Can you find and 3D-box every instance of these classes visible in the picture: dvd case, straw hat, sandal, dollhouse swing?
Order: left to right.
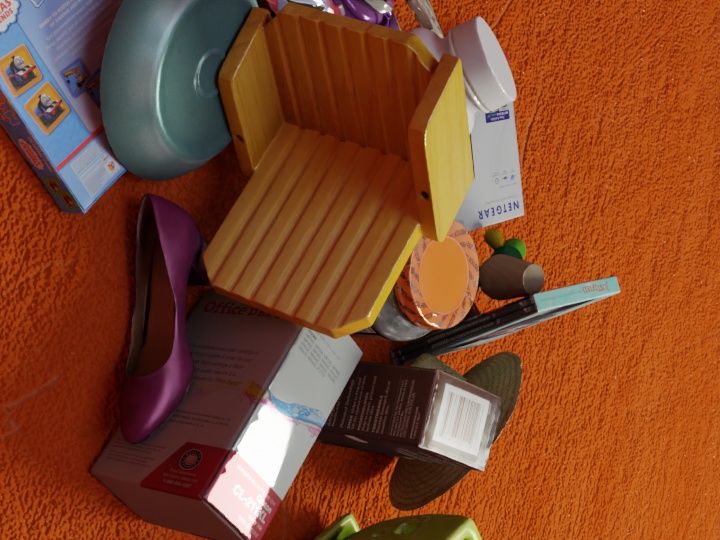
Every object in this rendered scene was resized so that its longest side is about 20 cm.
[{"bbox_3d":[-0.040,-0.081,1.090,0.176,0.199,0.182,-51,147,-32],"label":"dollhouse swing"},{"bbox_3d":[-0.007,-0.283,1.276,0.082,0.050,0.203,-35,100,-44],"label":"sandal"},{"bbox_3d":[0.065,0.131,1.332,0.085,0.201,0.201,42,59,-14],"label":"straw hat"},{"bbox_3d":[0.147,0.052,1.377,0.146,0.200,0.022,-10,80,-47],"label":"dvd case"}]

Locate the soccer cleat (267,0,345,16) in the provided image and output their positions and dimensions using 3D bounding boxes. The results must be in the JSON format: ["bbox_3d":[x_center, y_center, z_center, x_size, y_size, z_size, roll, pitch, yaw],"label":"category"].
[{"bbox_3d":[-0.065,-0.253,1.166,0.076,0.067,0.200,-30,149,-12],"label":"soccer cleat"}]

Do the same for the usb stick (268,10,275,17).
[{"bbox_3d":[-0.068,-0.217,1.259,0.200,0.033,0.056,-19,111,-45],"label":"usb stick"}]

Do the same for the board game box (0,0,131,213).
[{"bbox_3d":[-0.235,-0.171,1.077,0.151,0.037,0.200,-51,127,-33],"label":"board game box"}]

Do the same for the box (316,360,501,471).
[{"bbox_3d":[0.017,0.128,1.235,0.100,0.200,0.075,26,75,-44],"label":"box"}]

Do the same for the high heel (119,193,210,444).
[{"bbox_3d":[-0.180,0.038,1.121,0.096,0.067,0.201,45,46,-45],"label":"high heel"}]

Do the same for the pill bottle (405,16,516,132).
[{"bbox_3d":[0.035,-0.152,1.231,0.112,0.199,0.112,52,25,-37],"label":"pill bottle"}]

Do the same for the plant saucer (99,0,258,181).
[{"bbox_3d":[-0.135,-0.166,1.116,0.200,0.036,0.201,-40,140,-44],"label":"plant saucer"}]

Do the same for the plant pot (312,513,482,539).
[{"bbox_3d":[0.009,0.348,1.248,0.199,0.181,0.201,-38,117,-40],"label":"plant pot"}]

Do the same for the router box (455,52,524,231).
[{"bbox_3d":[0.087,-0.129,1.413,0.200,0.049,0.180,-17,104,-45],"label":"router box"}]

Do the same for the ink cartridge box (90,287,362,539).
[{"bbox_3d":[-0.109,0.118,1.139,0.083,0.145,0.200,52,56,-36],"label":"ink cartridge box"}]

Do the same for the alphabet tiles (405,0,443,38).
[{"bbox_3d":[0.021,-0.309,1.281,0.200,0.015,0.196,54,14,-34],"label":"alphabet tiles"}]

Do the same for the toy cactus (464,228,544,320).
[{"bbox_3d":[0.115,0.015,1.365,0.199,0.165,0.103,-9,98,-37],"label":"toy cactus"}]

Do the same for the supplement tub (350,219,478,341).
[{"bbox_3d":[0.000,0.000,1.213,0.122,0.199,0.123,-2,93,-48],"label":"supplement tub"}]
